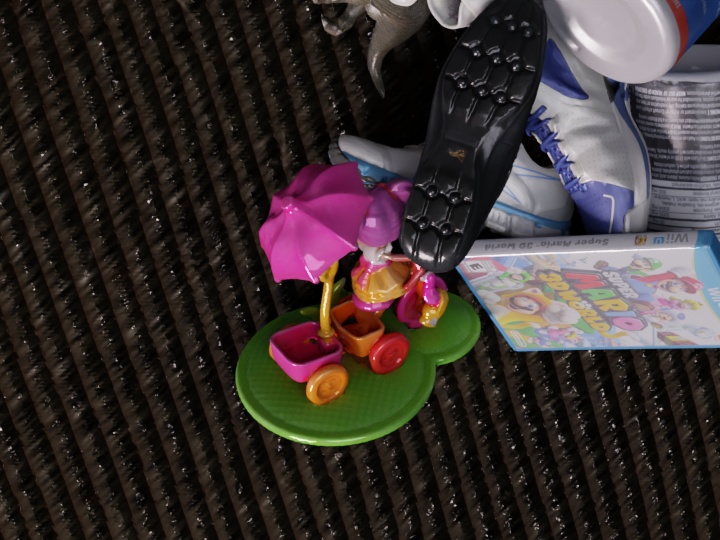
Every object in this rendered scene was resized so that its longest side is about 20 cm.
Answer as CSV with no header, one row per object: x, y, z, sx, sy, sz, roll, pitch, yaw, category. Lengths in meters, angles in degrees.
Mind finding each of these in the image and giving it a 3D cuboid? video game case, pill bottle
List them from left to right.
0.183,0.018,1.436,0.200,0.018,0.143,-2,147,27,video game case
0.226,-0.233,1.367,0.200,0.112,0.112,-48,112,-26,pill bottle
0.254,-0.063,1.464,0.106,0.106,0.200,-7,110,-7,pill bottle

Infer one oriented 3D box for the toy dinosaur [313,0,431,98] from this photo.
0.015,-0.218,1.391,0.102,0.077,0.200,-8,106,7,toy dinosaur

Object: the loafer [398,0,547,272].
0.079,-0.095,1.357,0.068,0.070,0.201,20,91,9,loafer

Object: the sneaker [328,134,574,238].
0.074,-0.081,1.458,0.200,0.075,0.087,17,90,-16,sneaker

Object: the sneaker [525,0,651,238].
0.141,-0.114,1.421,0.115,0.081,0.200,-7,85,-12,sneaker

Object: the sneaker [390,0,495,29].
0.093,-0.222,1.380,0.200,0.075,0.100,-3,114,-40,sneaker

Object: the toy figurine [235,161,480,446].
0.000,0.000,1.401,0.200,0.150,0.184,-23,135,-23,toy figurine
